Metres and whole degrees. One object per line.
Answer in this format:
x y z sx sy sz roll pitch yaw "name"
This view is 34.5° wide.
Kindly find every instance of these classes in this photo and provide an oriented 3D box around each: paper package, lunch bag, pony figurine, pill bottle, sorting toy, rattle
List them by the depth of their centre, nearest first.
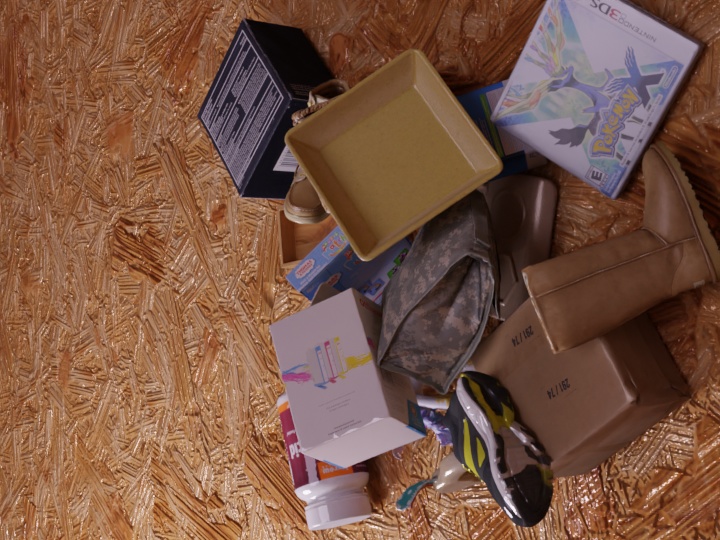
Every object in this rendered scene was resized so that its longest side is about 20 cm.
0.246 0.117 1.330 0.200 0.103 0.191 -50 51 42 "paper package"
0.109 0.016 1.403 0.164 0.117 0.200 -84 20 -58 "lunch bag"
0.119 0.212 1.455 0.199 0.130 0.143 -28 79 30 "rattle"
0.166 -0.038 1.495 0.200 0.036 0.186 16 103 47 "sorting toy"
0.064 0.163 1.553 0.199 0.166 0.194 14 86 43 "pony figurine"
-0.051 0.275 1.717 0.114 0.114 0.201 -33 65 48 "pill bottle"

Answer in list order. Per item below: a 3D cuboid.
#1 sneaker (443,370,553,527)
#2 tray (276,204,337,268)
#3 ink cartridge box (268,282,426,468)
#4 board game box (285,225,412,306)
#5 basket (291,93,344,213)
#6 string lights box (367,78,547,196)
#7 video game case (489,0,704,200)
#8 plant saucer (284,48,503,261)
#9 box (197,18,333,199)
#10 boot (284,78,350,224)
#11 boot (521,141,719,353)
0.155 0.211 1.318 0.085 0.074 0.201 -63 34 39 "sneaker"
-0.058 -0.064 1.788 0.200 0.037 0.099 -11 81 52 "tray"
-0.019 0.126 1.460 0.125 0.128 0.201 -25 64 15 "ink cartridge box"
0.000 0.000 1.532 0.151 0.200 0.037 -44 63 -1 "board game box"
0.022 -0.174 1.555 0.143 0.199 0.150 -107 -4 -82 "basket"
0.119 -0.156 1.430 0.199 0.059 0.103 -17 71 7 "string lights box"
0.261 -0.210 1.313 0.182 0.022 0.201 36 121 20 "video game case"
0.040 -0.134 1.385 0.199 0.048 0.200 -33 69 1 "plant saucer"
-0.139 -0.251 1.820 0.200 0.123 0.199 -57 49 34 "box"
-0.057 -0.172 1.658 0.072 0.200 0.156 14 127 9 "boot"
0.266 -0.027 1.234 0.199 0.066 0.176 -22 68 7 "boot"
